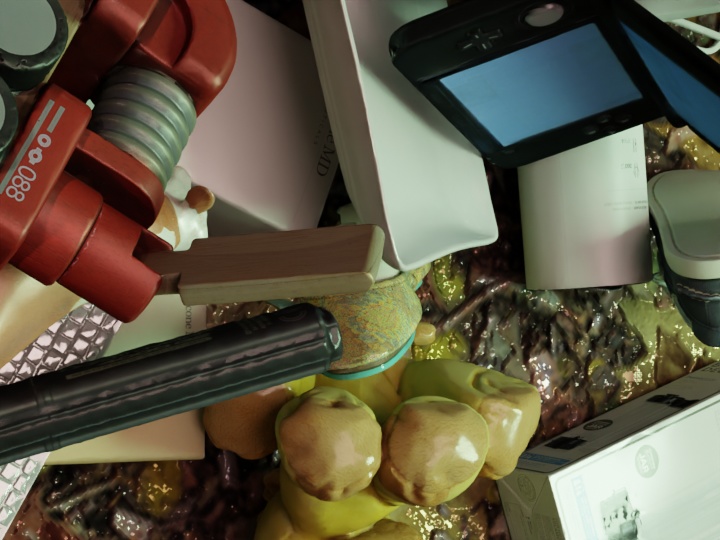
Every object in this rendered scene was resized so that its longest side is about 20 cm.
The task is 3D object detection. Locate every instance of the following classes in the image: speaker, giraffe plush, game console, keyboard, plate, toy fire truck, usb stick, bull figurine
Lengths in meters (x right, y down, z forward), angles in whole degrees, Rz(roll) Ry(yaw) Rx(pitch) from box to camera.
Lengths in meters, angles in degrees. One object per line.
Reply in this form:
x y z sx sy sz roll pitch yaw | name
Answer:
0.132 -0.088 1.062 0.080 0.081 0.202 -6 92 -30 | speaker
-0.012 0.122 0.935 0.171 0.200 0.164 2 106 -22 | giraffe plush
0.132 -0.069 0.905 0.200 0.174 0.118 34 40 -64 | game console
-0.175 0.080 0.833 0.056 0.011 0.201 35 71 -25 | keyboard
0.016 -0.103 0.924 0.200 0.032 0.202 -17 96 -71 | plate
-0.090 -0.056 0.760 0.199 0.129 0.177 33 54 -15 | toy fire truck
-0.106 0.055 0.813 0.198 0.055 0.033 -16 101 -13 | usb stick
-0.161 -0.016 0.811 0.121 0.065 0.200 46 57 5 | bull figurine

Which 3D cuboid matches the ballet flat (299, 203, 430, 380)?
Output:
0.000 0.000 0.933 0.070 0.200 0.072 2 104 8 | ballet flat

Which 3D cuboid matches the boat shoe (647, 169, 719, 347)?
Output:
0.214 -0.014 1.068 0.074 0.200 0.063 -5 109 5 | boat shoe

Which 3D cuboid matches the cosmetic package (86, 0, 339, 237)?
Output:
-0.107 -0.096 0.919 0.199 0.085 0.109 26 73 -27 | cosmetic package

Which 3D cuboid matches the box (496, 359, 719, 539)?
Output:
0.190 0.142 1.103 0.199 0.060 0.118 -19 99 -30 | box

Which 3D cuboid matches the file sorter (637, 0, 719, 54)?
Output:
0.252 -0.213 1.070 0.124 0.199 0.140 11 83 -34 | file sorter

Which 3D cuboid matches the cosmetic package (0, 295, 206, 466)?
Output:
-0.180 0.047 0.880 0.198 0.071 0.107 0 88 -30 | cosmetic package
